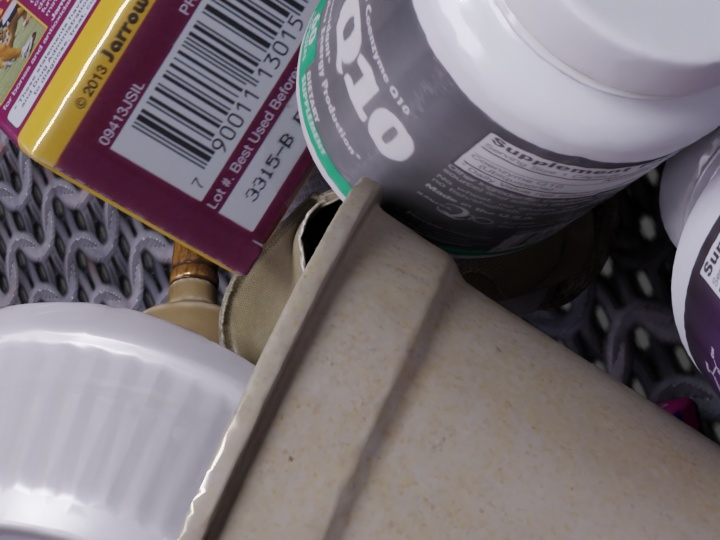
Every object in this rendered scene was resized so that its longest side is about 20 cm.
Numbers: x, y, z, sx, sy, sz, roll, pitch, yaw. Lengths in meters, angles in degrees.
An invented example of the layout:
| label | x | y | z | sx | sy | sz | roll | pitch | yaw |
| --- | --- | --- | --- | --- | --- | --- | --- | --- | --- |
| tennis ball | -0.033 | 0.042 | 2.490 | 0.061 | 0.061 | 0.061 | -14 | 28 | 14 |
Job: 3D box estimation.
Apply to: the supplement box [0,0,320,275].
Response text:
| label | x | y | z | sx | sy | sz | roll | pitch | yaw |
| --- | --- | --- | --- | --- | --- | --- | --- | --- | --- |
| supplement box | -0.081 | -0.101 | 0.933 | 0.131 | 0.103 | 0.200 | -57 | 30 | 5 |

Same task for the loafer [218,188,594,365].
| label | x | y | z | sx | sy | sz | roll | pitch | yaw |
| --- | --- | --- | --- | --- | --- | --- | --- | --- | --- |
| loafer | 0.000 | 0.000 | 0.889 | 0.200 | 0.067 | 0.076 | -32 | 74 | 49 |

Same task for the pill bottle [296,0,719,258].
| label | x | y | z | sx | sy | sz | roll | pitch | yaw |
| --- | --- | --- | --- | --- | --- | --- | --- | --- | --- |
| pill bottle | 0.057 | -0.077 | 0.716 | 0.114 | 0.113 | 0.200 | 69 | 161 | 7 |

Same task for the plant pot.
| label | x | y | z | sx | sy | sz | roll | pitch | yaw |
| --- | --- | --- | --- | --- | --- | --- | --- | --- | --- |
| plant pot | 0.042 | 0.101 | 0.729 | 0.183 | 0.201 | 0.201 | 25 | 134 | 2 |

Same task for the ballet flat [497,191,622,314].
| label | x | y | z | sx | sy | sz | roll | pitch | yaw |
| --- | --- | --- | --- | --- | --- | --- | --- | --- | --- |
| ballet flat | 0.084 | -0.075 | 0.855 | 0.067 | 0.046 | 0.201 | 36 | 126 | 39 |

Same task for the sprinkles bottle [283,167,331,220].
| label | x | y | z | sx | sy | sz | roll | pitch | yaw |
| --- | --- | --- | --- | --- | --- | --- | --- | --- | --- |
| sprinkles bottle | -0.007 | 0.011 | 0.996 | 0.068 | 0.068 | 0.201 | -38 | 72 | 55 |

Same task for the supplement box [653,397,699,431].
| label | x | y | z | sx | sy | sz | roll | pitch | yaw |
| --- | --- | --- | --- | --- | --- | --- | --- | --- | --- |
| supplement box | 0.084 | 0.157 | 0.862 | 0.103 | 0.101 | 0.201 | -14 | 93 | 22 |

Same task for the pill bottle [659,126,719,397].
| label | x | y | z | sx | sy | sz | roll | pitch | yaw |
| --- | --- | --- | --- | --- | --- | --- | --- | --- | --- |
| pill bottle | 0.162 | 0.023 | 0.690 | 0.200 | 0.112 | 0.113 | -121 | 33 | -50 |

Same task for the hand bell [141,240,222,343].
| label | x | y | z | sx | sy | sz | roll | pitch | yaw |
| --- | --- | --- | --- | --- | --- | --- | --- | --- | --- |
| hand bell | -0.073 | -0.002 | 1.046 | 0.104 | 0.104 | 0.201 | 130 | 146 | -52 |

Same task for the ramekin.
| label | x | y | z | sx | sy | sz | roll | pitch | yaw |
| --- | --- | --- | --- | --- | --- | --- | --- | --- | --- |
| ramekin | -0.100 | 0.116 | 0.942 | 0.201 | 0.094 | 0.203 | 11 | 136 | 11 |
